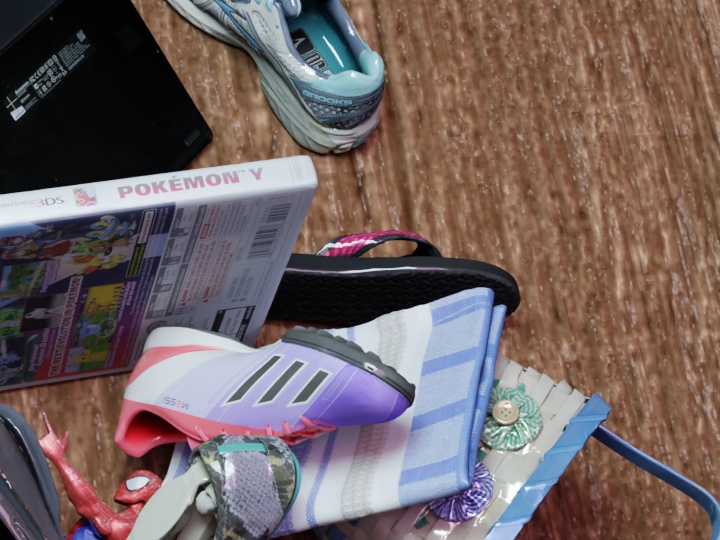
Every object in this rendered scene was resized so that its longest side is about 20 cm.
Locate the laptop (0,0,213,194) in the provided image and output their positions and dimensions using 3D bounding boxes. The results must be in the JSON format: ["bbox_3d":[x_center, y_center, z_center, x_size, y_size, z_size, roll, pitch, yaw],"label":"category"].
[{"bbox_3d":[-0.221,-0.099,1.394,0.201,0.116,0.187,58,45,-18],"label":"laptop"}]

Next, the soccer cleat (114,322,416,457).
[{"bbox_3d":[-0.053,0.073,1.272,0.068,0.199,0.073,44,62,-38],"label":"soccer cleat"}]

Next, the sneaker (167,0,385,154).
[{"bbox_3d":[-0.052,-0.169,1.454,0.200,0.086,0.078,46,63,6],"label":"sneaker"}]

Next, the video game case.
[{"bbox_3d":[-0.129,0.005,1.298,0.181,0.200,0.023,-8,65,-18],"label":"video game case"}]

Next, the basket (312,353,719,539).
[{"bbox_3d":[0.086,0.149,1.330,0.200,0.139,0.177,36,63,0],"label":"basket"}]

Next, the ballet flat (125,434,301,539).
[{"bbox_3d":[-0.103,0.165,1.253,0.072,0.201,0.072,24,24,-11],"label":"ballet flat"}]

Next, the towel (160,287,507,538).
[{"bbox_3d":[-0.019,0.083,1.305,0.024,0.199,0.147,56,33,-35],"label":"towel"}]

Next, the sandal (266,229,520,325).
[{"bbox_3d":[0.000,0.000,1.409,0.199,0.075,0.045,4,56,-11],"label":"sandal"}]

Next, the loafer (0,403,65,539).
[{"bbox_3d":[-0.174,0.167,1.216,0.063,0.072,0.201,-12,76,-63],"label":"loafer"}]

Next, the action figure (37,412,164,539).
[{"bbox_3d":[-0.194,0.160,1.289,0.200,0.065,0.099,-40,92,-25],"label":"action figure"}]
